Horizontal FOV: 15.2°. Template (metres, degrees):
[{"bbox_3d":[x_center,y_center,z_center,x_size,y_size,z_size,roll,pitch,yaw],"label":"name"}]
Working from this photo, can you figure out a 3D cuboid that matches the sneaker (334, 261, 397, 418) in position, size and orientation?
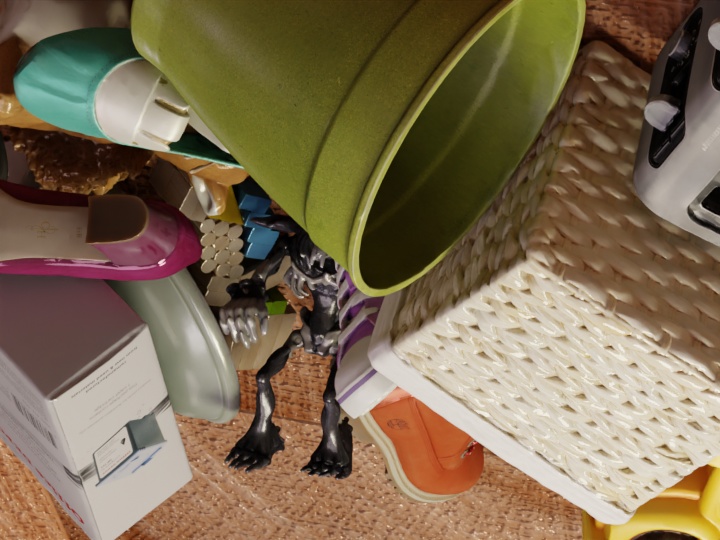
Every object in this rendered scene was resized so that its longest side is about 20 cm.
[{"bbox_3d":[0.000,0.000,1.654,0.114,0.201,0.073,39,129,-10],"label":"sneaker"}]

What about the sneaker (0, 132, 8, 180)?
[{"bbox_3d":[-0.303,-0.095,1.769,0.199,0.076,0.114,36,157,18],"label":"sneaker"}]

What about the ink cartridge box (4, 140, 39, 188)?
[{"bbox_3d":[-0.287,-0.018,1.855,0.200,0.117,0.068,-12,133,40],"label":"ink cartridge box"}]

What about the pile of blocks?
[{"bbox_3d":[-0.091,-0.020,1.813,0.062,0.082,0.200,50,157,43],"label":"pile of blocks"}]

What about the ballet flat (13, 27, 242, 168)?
[{"bbox_3d":[-0.099,-0.094,1.544,0.200,0.067,0.070,8,-159,-35],"label":"ballet flat"}]

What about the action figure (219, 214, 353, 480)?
[{"bbox_3d":[-0.027,0.037,1.732,0.119,0.102,0.200,10,106,5],"label":"action figure"}]

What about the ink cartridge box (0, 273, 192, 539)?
[{"bbox_3d":[-0.196,0.067,1.753,0.146,0.086,0.200,44,162,27],"label":"ink cartridge box"}]

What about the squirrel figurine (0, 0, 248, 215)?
[{"bbox_3d":[-0.149,-0.113,1.668,0.186,0.142,0.200,24,161,-21],"label":"squirrel figurine"}]

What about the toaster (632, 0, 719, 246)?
[{"bbox_3d":[0.265,-0.086,1.464,0.200,0.119,0.181,26,146,-7],"label":"toaster"}]

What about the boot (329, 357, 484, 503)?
[{"bbox_3d":[0.063,0.105,1.861,0.107,0.075,0.200,-8,153,19],"label":"boot"}]

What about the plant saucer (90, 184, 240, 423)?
[{"bbox_3d":[-0.157,0.028,1.818,0.200,0.050,0.200,47,159,24],"label":"plant saucer"}]

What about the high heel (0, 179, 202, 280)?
[{"bbox_3d":[-0.200,-0.019,1.671,0.200,0.068,0.096,6,168,21],"label":"high heel"}]

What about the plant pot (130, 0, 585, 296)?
[{"bbox_3d":[-0.014,-0.122,1.461,0.193,0.200,0.201,35,149,18],"label":"plant pot"}]

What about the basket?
[{"bbox_3d":[0.141,0.003,1.588,0.200,0.198,0.161,33,140,-16],"label":"basket"}]

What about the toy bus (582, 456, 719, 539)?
[{"bbox_3d":[0.240,0.106,1.710,0.200,0.136,0.192,0,135,5],"label":"toy bus"}]
